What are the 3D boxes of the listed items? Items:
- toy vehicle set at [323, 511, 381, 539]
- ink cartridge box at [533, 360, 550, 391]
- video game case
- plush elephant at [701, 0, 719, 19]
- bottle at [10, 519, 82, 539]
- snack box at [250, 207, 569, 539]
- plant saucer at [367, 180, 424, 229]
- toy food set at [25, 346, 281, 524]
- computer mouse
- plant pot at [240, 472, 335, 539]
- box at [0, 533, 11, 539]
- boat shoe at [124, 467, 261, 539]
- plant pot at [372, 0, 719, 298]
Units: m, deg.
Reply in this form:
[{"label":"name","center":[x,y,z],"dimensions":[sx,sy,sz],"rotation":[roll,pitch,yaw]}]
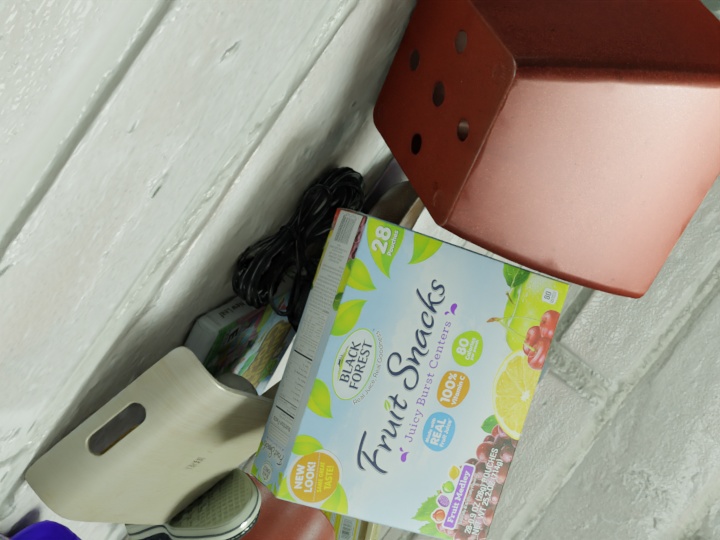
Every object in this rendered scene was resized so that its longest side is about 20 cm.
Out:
[{"label":"toy vehicle set","center":[-0.041,0.251,1.396],"dimensions":[0.027,0.124,0.201],"rotation":[-17,121,-67]},{"label":"ink cartridge box","center":[0.052,0.100,1.108],"dimensions":[0.047,0.200,0.160],"rotation":[32,92,-47]},{"label":"video game case","center":[-0.111,0.090,1.109],"dimensions":[0.182,0.022,0.200],"rotation":[-31,155,-57]},{"label":"plush elephant","center":[0.298,-0.291,1.271],"dimensions":[0.164,0.155,0.200],"rotation":[-20,145,36]},{"label":"bottle","center":[-0.242,0.261,1.011],"dimensions":[0.084,0.065,0.200],"rotation":[-41,162,-37]},{"label":"snack box","center":[0.035,0.077,0.966],"dimensions":[0.068,0.168,0.201],"rotation":[18,-91,67]},{"label":"plant saucer","center":[0.000,0.000,1.182],"dimensions":[0.201,0.032,0.200],"rotation":[-57,174,-9]},{"label":"toy food set","center":[-0.134,0.114,0.980],"dimensions":[0.143,0.060,0.200],"rotation":[-39,160,8]},{"label":"computer mouse","center":[0.001,0.032,1.043],"dimensions":[0.139,0.200,0.053],"rotation":[-48,-165,-24]},{"label":"plant pot","center":[-0.125,0.307,1.294],"dimensions":[0.195,0.200,0.201],"rotation":[-50,169,-48]},{"label":"box","center":[-0.231,0.294,0.873],"dimensions":[0.176,0.097,0.200],"rotation":[40,86,-32]},{"label":"boat shoe","center":[-0.125,0.203,1.095],"dimensions":[0.075,0.062,0.200],"rotation":[-48,-167,-31]},{"label":"plant pot","center":[0.127,-0.116,0.969],"dimensions":[0.176,0.200,0.200],"rotation":[1,131,-30]}]
